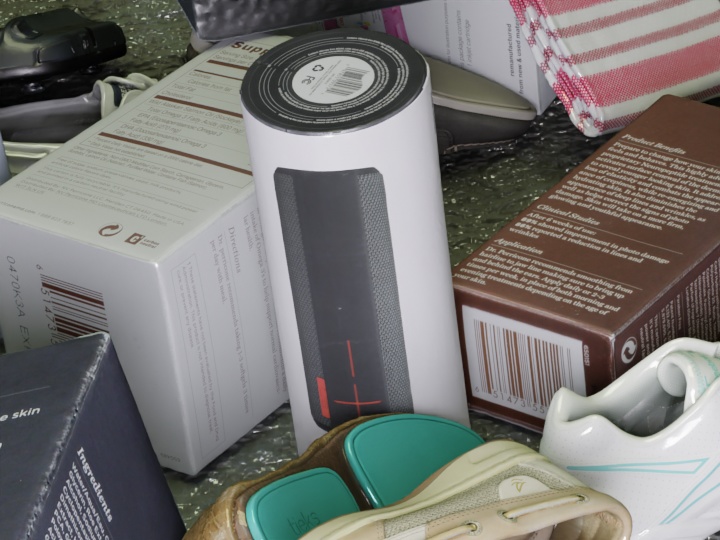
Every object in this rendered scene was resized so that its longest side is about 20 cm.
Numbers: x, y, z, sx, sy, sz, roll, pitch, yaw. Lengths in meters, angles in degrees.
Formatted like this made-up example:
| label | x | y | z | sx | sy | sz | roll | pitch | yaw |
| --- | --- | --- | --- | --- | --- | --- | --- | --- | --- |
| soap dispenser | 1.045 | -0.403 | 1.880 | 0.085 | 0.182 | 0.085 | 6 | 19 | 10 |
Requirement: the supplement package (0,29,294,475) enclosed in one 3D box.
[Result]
| label | x | y | z | sx | sy | sz | roll | pitch | yaw |
| --- | --- | --- | --- | --- | --- | --- | --- | --- | --- |
| supplement package | -0.066 | -0.014 | 1.391 | 0.117 | 0.117 | 0.200 | 15 | 37 | 35 |

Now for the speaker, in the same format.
| label | x | y | z | sx | sy | sz | roll | pitch | yaw |
| --- | --- | --- | --- | --- | --- | --- | --- | --- | --- |
| speaker | 0.000 | 0.000 | 1.278 | 0.081 | 0.201 | 0.081 | -5 | 37 | 4 |

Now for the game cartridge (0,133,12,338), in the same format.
| label | x | y | z | sx | sy | sz | roll | pitch | yaw |
| --- | --- | --- | --- | --- | --- | --- | --- | --- | --- |
| game cartridge | -0.226 | -0.056 | 1.474 | 0.040 | 0.134 | 0.200 | -31 | 39 | -23 |

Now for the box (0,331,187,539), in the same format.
| label | x | y | z | sx | sy | sz | roll | pitch | yaw |
| --- | --- | --- | --- | --- | --- | --- | --- | --- | --- |
| box | -0.186 | 0.139 | 1.132 | 0.196 | 0.118 | 0.200 | -12 | 30 | 17 |

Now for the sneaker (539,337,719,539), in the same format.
| label | x | y | z | sx | sy | sz | roll | pitch | yaw |
| --- | --- | --- | --- | --- | --- | --- | --- | --- | --- |
| sneaker | 0.164 | 0.066 | 1.257 | 0.199 | 0.081 | 0.070 | -18 | 32 | -21 |

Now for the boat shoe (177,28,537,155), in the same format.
| label | x | y | z | sx | sy | sz | roll | pitch | yaw |
| --- | --- | --- | --- | --- | --- | --- | --- | --- | --- |
| boat shoe | -0.005 | -0.083 | 1.535 | 0.199 | 0.057 | 0.067 | 9 | 23 | -25 |

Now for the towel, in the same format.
| label | x | y | z | sx | sy | sz | roll | pitch | yaw |
| --- | --- | --- | --- | --- | --- | --- | --- | --- | --- |
| towel | 0.116 | -0.167 | 1.554 | 0.146 | 0.201 | 0.030 | -19 | -12 | -46 |

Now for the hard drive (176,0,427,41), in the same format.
| label | x | y | z | sx | sy | sz | roll | pitch | yaw |
| --- | --- | --- | --- | --- | --- | --- | --- | --- | --- |
| hard drive | -0.034 | -0.172 | 1.528 | 0.139 | 0.033 | 0.200 | -11 | 22 | -8 |

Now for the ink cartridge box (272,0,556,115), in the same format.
| label | x | y | z | sx | sy | sz | roll | pitch | yaw |
| --- | --- | --- | --- | --- | --- | --- | --- | --- | --- |
| ink cartridge box | 0.037 | -0.168 | 1.652 | 0.199 | 0.085 | 0.145 | 12 | 36 | 25 |

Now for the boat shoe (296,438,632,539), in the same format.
| label | x | y | z | sx | sy | sz | roll | pitch | yaw |
| --- | --- | --- | --- | --- | --- | --- | --- | --- | --- |
| boat shoe | 0.023 | 0.127 | 1.102 | 0.065 | 0.073 | 0.200 | 20 | 35 | 38 |

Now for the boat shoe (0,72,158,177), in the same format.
| label | x | y | z | sx | sy | sz | roll | pitch | yaw |
| --- | --- | --- | --- | --- | --- | --- | --- | --- | --- |
| boat shoe | -0.123 | -0.068 | 1.536 | 0.199 | 0.066 | 0.074 | -13 | 32 | -12 |

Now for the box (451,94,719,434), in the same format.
| label | x | y | z | sx | sy | sz | roll | pitch | yaw |
| --- | --- | --- | --- | --- | --- | --- | --- | --- | --- |
| box | 0.132 | -0.001 | 1.378 | 0.100 | 0.075 | 0.200 | 18 | 41 | 34 |

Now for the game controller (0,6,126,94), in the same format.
| label | x | y | z | sx | sy | sz | roll | pitch | yaw |
| --- | --- | --- | --- | --- | --- | --- | --- | --- | --- |
| game controller | -0.189 | -0.113 | 1.590 | 0.104 | 0.042 | 0.200 | -16 | 5 | 7 |

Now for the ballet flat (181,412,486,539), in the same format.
| label | x | y | z | sx | sy | sz | roll | pitch | yaw |
| --- | --- | --- | --- | --- | --- | --- | --- | --- | --- |
| ballet flat | -0.016 | 0.107 | 1.224 | 0.072 | 0.068 | 0.200 | -32 | -6 | 30 |
